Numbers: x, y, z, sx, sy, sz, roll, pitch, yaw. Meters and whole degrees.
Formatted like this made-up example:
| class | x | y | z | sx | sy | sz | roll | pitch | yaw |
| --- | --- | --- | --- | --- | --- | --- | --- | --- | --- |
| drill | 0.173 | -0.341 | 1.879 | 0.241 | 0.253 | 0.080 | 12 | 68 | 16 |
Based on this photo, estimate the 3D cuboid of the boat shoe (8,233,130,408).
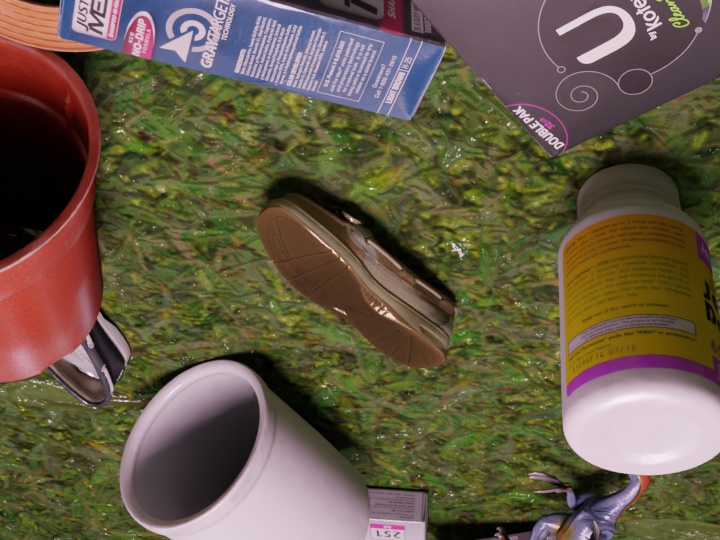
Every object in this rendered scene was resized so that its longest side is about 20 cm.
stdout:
| class | x | y | z | sx | sy | sz | roll | pitch | yaw |
| --- | --- | --- | --- | --- | --- | --- | --- | --- | --- |
| boat shoe | -0.270 | 0.048 | 0.896 | 0.075 | 0.061 | 0.200 | -12 | 137 | 23 |

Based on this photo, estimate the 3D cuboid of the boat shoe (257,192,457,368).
| class | x | y | z | sx | sy | sz | roll | pitch | yaw |
| --- | --- | --- | --- | --- | --- | --- | --- | --- | --- |
| boat shoe | 0.002 | 0.000 | 0.804 | 0.200 | 0.064 | 0.073 | 39 | 145 | -24 |

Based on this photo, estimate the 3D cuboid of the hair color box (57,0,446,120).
| class | x | y | z | sx | sy | sz | roll | pitch | yaw |
| --- | --- | --- | --- | --- | --- | --- | --- | --- | --- |
| hair color box | -0.056 | -0.158 | 0.556 | 0.198 | 0.101 | 0.061 | 10 | 141 | -15 |

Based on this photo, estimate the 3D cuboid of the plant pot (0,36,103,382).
| class | x | y | z | sx | sy | sz | roll | pitch | yaw |
| --- | --- | --- | --- | --- | --- | --- | --- | --- | --- |
| plant pot | -0.269 | -0.028 | 0.714 | 0.198 | 0.203 | 0.196 | 8 | 150 | 0 |

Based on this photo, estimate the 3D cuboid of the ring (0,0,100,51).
| class | x | y | z | sx | sy | sz | roll | pitch | yaw |
| --- | --- | --- | --- | --- | --- | --- | --- | --- | --- |
| ring | -0.194 | -0.213 | 0.595 | 0.198 | 0.019 | 0.201 | 4 | 140 | 3 |

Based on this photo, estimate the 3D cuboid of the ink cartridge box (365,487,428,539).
| class | x | y | z | sx | sy | sz | roll | pitch | yaw |
| --- | --- | --- | --- | --- | --- | --- | --- | --- | --- |
| ink cartridge box | -0.020 | 0.310 | 1.191 | 0.198 | 0.044 | 0.174 | 3 | 140 | 6 |

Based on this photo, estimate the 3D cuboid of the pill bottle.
| class | x | y | z | sx | sy | sz | roll | pitch | yaw |
| --- | --- | --- | --- | --- | --- | --- | --- | --- | --- |
| pill bottle | 0.185 | 0.025 | 0.677 | 0.103 | 0.201 | 0.105 | 4 | 142 | 3 |

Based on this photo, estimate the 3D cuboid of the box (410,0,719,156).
| class | x | y | z | sx | sy | sz | roll | pitch | yaw |
| --- | --- | --- | --- | --- | --- | --- | --- | --- | --- |
| box | 0.101 | -0.185 | 0.496 | 0.148 | 0.125 | 0.200 | -25 | 132 | 33 |

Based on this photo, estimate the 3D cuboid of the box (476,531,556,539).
| class | x | y | z | sx | sy | sz | roll | pitch | yaw |
| --- | --- | --- | --- | --- | --- | --- | --- | --- | --- |
| box | 0.181 | 0.364 | 1.189 | 0.198 | 0.050 | 0.158 | -9 | 140 | 2 |

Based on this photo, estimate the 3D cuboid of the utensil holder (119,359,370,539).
| class | x | y | z | sx | sy | sz | roll | pitch | yaw |
| --- | --- | --- | --- | --- | --- | --- | --- | --- | --- |
| utensil holder | -0.105 | 0.211 | 0.984 | 0.169 | 0.171 | 0.200 | -16 | 137 | 27 |

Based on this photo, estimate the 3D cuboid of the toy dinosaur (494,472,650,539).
| class | x | y | z | sx | sy | sz | roll | pitch | yaw |
| --- | --- | --- | --- | --- | --- | --- | --- | --- | --- |
| toy dinosaur | 0.227 | 0.249 | 1.038 | 0.181 | 0.106 | 0.200 | -38 | 147 | 15 |
